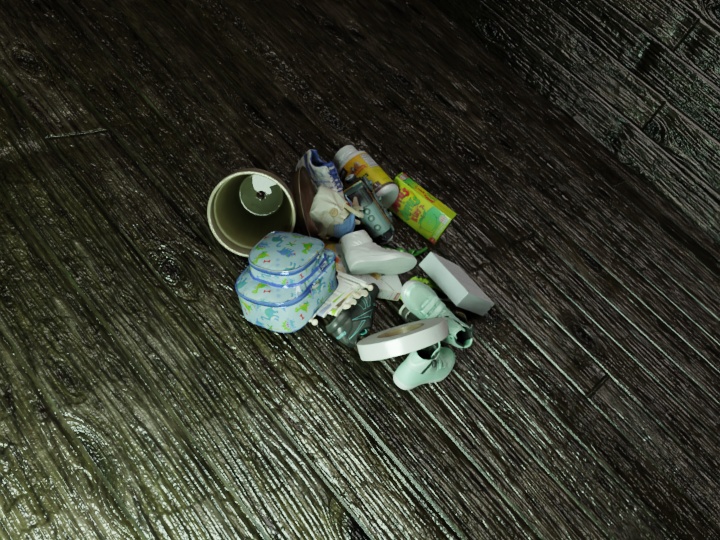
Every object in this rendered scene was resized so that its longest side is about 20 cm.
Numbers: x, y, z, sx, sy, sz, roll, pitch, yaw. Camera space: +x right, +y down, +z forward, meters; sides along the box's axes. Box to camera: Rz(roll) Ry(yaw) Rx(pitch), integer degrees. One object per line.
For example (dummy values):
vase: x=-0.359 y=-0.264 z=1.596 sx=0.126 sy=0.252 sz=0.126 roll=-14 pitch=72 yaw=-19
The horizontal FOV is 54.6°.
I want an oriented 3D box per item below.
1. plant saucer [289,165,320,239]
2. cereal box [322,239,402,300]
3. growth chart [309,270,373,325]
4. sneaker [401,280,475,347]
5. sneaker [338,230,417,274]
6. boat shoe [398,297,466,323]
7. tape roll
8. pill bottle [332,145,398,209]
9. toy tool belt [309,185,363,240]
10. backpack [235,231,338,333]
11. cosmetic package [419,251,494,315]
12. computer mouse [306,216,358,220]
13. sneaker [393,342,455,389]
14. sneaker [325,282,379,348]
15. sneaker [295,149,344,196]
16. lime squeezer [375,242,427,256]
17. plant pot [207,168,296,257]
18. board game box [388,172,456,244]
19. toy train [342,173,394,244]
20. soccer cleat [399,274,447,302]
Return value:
plant saucer: x=-0.139 y=-0.155 z=1.715 sx=0.036 sy=0.201 sz=0.201 roll=-10 pitch=40 yaw=8
cereal box: x=0.000 y=0.000 z=1.727 sx=0.199 sy=0.040 sz=0.144 roll=9 pitch=42 yaw=-29
growth chart: x=-0.078 y=0.055 z=1.556 sx=0.144 sy=0.018 sz=0.200 roll=29 pitch=43 yaw=31
sneaker: x=0.184 y=0.100 z=1.607 sx=0.200 sy=0.074 sz=0.118 roll=45 pitch=-11 yaw=-23
sneaker: x=0.042 y=-0.052 z=1.724 sx=0.199 sy=0.074 sz=0.116 roll=1 pitch=48 yaw=-35
boat shoe: x=0.183 y=0.106 z=1.716 sx=0.200 sy=0.072 sz=0.061 roll=1 pitch=43 yaw=-39
tape roll: x=0.092 y=0.147 z=1.506 sx=0.202 sy=0.202 sz=0.037 roll=-18 pitch=92 yaw=-47
pill bottle: x=0.010 y=-0.262 z=1.975 sx=0.109 sy=0.109 sz=0.200 roll=-16 pitch=58 yaw=-46
toy tool belt: x=-0.047 y=-0.125 z=1.716 sx=0.122 sy=0.200 sz=0.126 roll=17 pitch=79 yaw=11
backpack: x=-0.163 y=0.018 z=1.466 sx=0.182 sy=0.148 sz=0.200 roll=14 pitch=46 yaw=24
cosmetic package: x=0.250 y=0.037 z=1.793 sx=0.151 sy=0.052 sz=0.200 roll=48 pitch=14 yaw=29
computer mouse: x=-0.089 y=-0.153 z=1.841 sx=0.199 sy=0.034 sz=0.059 roll=5 pitch=46 yaw=-32
sneaker: x=0.171 y=0.195 z=1.566 sx=0.200 sy=0.118 sz=0.074 roll=-17 pitch=59 yaw=-46
sneaker: x=-0.005 y=0.102 z=1.596 sx=0.079 sy=0.075 sz=0.200 roll=47 pitch=44 yaw=-2
sneaker: x=-0.090 y=-0.248 z=1.905 sx=0.200 sy=0.088 sz=0.075 roll=40 pitch=35 yaw=7
lime squeezer: x=0.116 y=-0.048 z=1.884 sx=0.199 sy=0.038 sz=0.071 roll=4 pitch=14 yaw=-33
plant pot: x=-0.242 y=-0.155 z=1.621 sx=0.199 sy=0.201 sz=0.174 roll=25 pitch=21 yaw=-10
board game box: x=0.165 y=-0.178 z=2.003 sx=0.200 sy=0.102 sz=0.048 roll=38 pitch=38 yaw=7
toy train: x=0.022 y=-0.158 z=1.826 sx=0.200 sy=0.085 sz=0.114 roll=56 pitch=13 yaw=-23
soccer cleat: x=0.161 y=0.058 z=1.765 sx=0.068 sy=0.081 sz=0.200 roll=49 pitch=18 yaw=26
